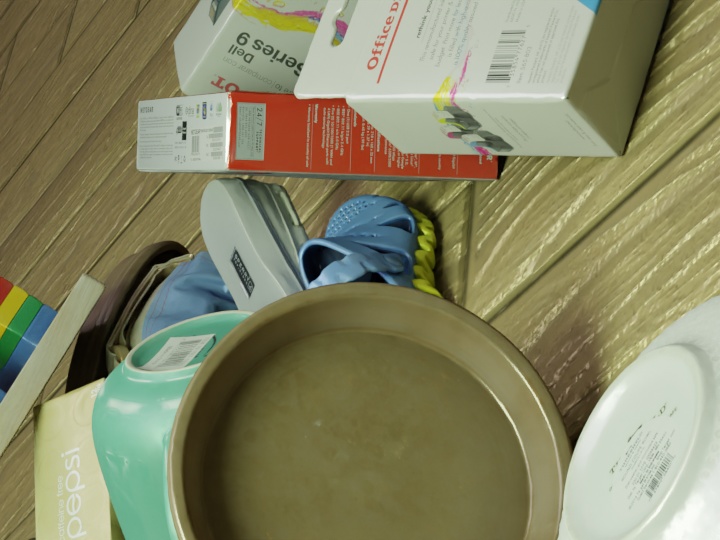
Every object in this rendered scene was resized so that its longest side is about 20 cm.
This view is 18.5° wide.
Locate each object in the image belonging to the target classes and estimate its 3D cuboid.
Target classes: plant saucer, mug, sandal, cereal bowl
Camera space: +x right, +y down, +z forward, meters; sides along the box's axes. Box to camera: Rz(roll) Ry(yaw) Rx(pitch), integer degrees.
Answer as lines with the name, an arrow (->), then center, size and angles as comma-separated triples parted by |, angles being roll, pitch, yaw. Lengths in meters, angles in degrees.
plant saucer -> -0.169, 0.073, 1.620 | 0.200, 0.029, 0.201 | 13, -90, -75
plant saucer -> 0.005, 0.103, 1.079 | 0.029, 0.200, 0.200 | 112, 176, -65
mug -> -0.076, 0.096, 1.300 | 0.152, 0.115, 0.185 | -23, 19, -21
sandal -> 0.000, 0.000, 1.382 | 0.080, 0.087, 0.200 | -59, 19, 16
cereal bowl -> 0.145, 0.089, 0.921 | 0.200, 0.083, 0.200 | -50, 23, 30

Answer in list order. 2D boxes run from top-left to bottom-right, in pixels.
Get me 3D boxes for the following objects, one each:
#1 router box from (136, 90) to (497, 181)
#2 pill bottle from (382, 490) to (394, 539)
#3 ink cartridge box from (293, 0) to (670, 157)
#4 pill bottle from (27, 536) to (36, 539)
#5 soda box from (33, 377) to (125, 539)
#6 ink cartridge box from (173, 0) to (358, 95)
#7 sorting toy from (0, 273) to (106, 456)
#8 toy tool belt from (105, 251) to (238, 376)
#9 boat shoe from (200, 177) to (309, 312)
router box -> -0.032, -0.084, 1.423 | 0.200, 0.179, 0.049 | -174, 86, -68
pill bottle -> 0.005, 0.147, 1.145 | 0.112, 0.112, 0.200 | -30, 39, 57
ink cartridge box -> 0.070, -0.132, 1.285 | 0.200, 0.068, 0.115 | 4, 65, 40
pill bottle -> -0.229, 0.252, 1.587 | 0.200, 0.114, 0.114 | -32, 36, 56
soda box -> -0.161, 0.175, 1.398 | 0.068, 0.064, 0.200 | -23, 60, 31
ink cartridge box -> -0.022, -0.190, 1.580 | 0.200, 0.145, 0.088 | -53, 24, 24
sorting toy -> -0.273, 0.110, 1.500 | 0.199, 0.070, 0.200 | -53, 8, 48
toy tool belt -> -0.108, 0.064, 1.508 | 0.123, 0.125, 0.200 | -53, 16, 38
boat shoe -> -0.044, 0.019, 1.465 | 0.200, 0.066, 0.072 | 60, 141, 35
